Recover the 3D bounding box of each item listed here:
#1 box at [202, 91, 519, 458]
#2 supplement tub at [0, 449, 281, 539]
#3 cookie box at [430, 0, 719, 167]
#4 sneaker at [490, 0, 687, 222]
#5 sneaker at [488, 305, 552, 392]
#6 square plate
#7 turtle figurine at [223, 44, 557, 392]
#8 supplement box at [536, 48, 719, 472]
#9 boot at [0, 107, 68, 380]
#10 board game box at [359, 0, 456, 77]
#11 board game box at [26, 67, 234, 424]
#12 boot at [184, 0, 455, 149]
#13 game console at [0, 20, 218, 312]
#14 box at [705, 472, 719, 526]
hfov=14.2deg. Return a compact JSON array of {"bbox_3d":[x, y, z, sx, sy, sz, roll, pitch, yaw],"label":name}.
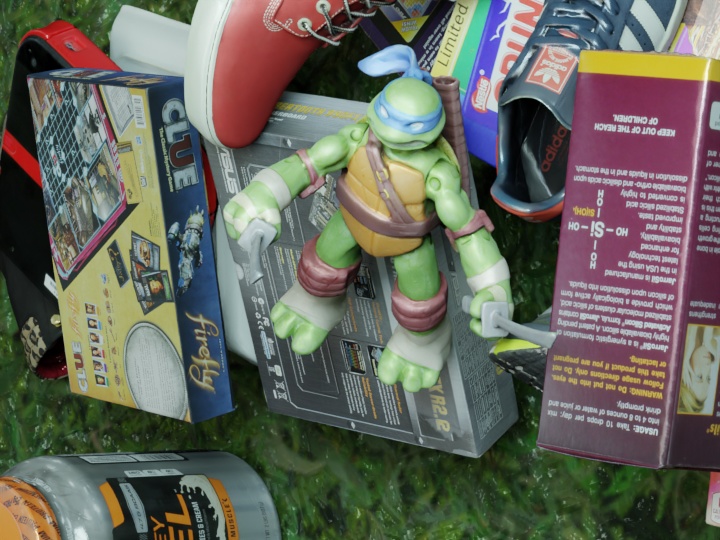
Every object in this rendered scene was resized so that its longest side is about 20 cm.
[{"bbox_3d":[0.000,0.000,1.663,0.158,0.048,0.201,10,126,36],"label":"box"},{"bbox_3d":[-0.155,0.175,1.807,0.122,0.199,0.124,0,90,43],"label":"supplement tub"},{"bbox_3d":[0.149,-0.116,1.571,0.199,0.075,0.172,30,115,24],"label":"cookie box"},{"bbox_3d":[0.114,-0.116,1.497,0.075,0.084,0.201,19,109,28],"label":"sneaker"},{"bbox_3d":[0.125,0.030,1.561,0.074,0.200,0.081,30,98,10],"label":"sneaker"},{"bbox_3d":[-0.113,-0.055,1.807,0.200,0.028,0.200,22,117,58],"label":"square plate"},{"bbox_3d":[0.002,0.005,1.503,0.194,0.143,0.201,98,161,-58],"label":"turtle figurine"},{"bbox_3d":[0.162,-0.003,1.445,0.085,0.110,0.202,8,92,44],"label":"supplement box"},{"bbox_3d":[-0.195,-0.030,1.926,0.200,0.073,0.151,-44,61,47],"label":"boot"},{"bbox_3d":[0.071,-0.212,1.700,0.200,0.057,0.166,-53,58,28],"label":"board game box"},{"bbox_3d":[-0.138,-0.018,1.734,0.135,0.034,0.202,10,111,51],"label":"board game box"},{"bbox_3d":[-0.006,-0.142,1.570,0.144,0.072,0.201,27,99,26],"label":"boot"},{"bbox_3d":[-0.163,-0.041,1.814,0.200,0.031,0.178,43,134,37],"label":"game console"},{"bbox_3d":[0.283,0.091,1.464,0.199,0.094,0.103,7,92,43],"label":"box"}]
